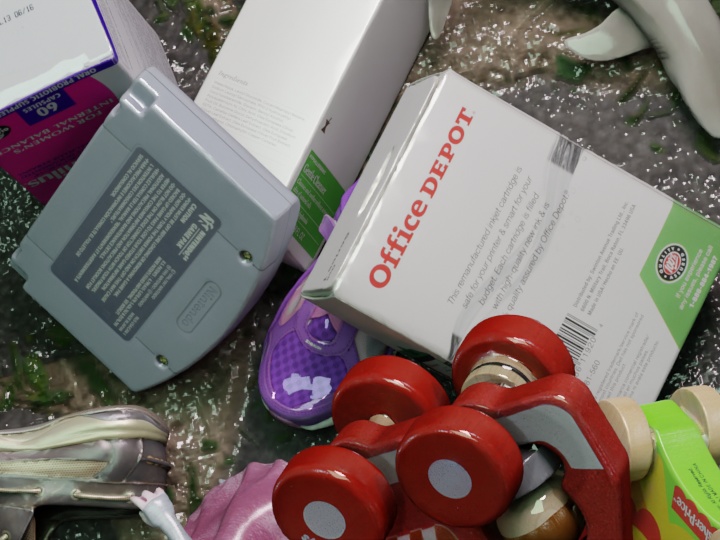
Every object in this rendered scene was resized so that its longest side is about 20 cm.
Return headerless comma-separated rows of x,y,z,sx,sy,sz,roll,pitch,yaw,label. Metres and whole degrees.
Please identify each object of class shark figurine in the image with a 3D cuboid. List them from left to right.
0.141,-0.179,1.590,0.214,0.090,0.128,22,76,3,shark figurine

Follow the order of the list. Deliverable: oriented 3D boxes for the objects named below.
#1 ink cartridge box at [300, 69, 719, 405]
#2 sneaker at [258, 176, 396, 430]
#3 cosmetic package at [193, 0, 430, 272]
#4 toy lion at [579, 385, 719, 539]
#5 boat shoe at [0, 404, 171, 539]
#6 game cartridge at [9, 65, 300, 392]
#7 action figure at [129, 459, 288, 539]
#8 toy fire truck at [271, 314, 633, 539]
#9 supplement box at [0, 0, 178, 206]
0.087,-0.003,1.522,0.200,0.084,0.146,30,81,-13,ink cartridge box
0.000,0.000,1.588,0.080,0.088,0.200,33,85,18,sneaker
-0.033,-0.114,1.618,0.085,0.108,0.200,25,83,19,cosmetic package
0.174,0.174,1.439,0.069,0.192,0.200,-8,32,-23,toy lion
-0.209,0.135,1.606,0.200,0.074,0.073,-14,72,10,boat shoe
-0.118,-0.016,1.571,0.133,0.200,0.042,40,46,-2,game cartridge
-0.088,0.197,1.518,0.149,0.134,0.200,38,45,1,action figure
0.062,0.130,1.442,0.200,0.112,0.168,-19,112,33,toy fire truck
-0.177,-0.114,1.602,0.101,0.200,0.103,-26,72,6,supplement box
